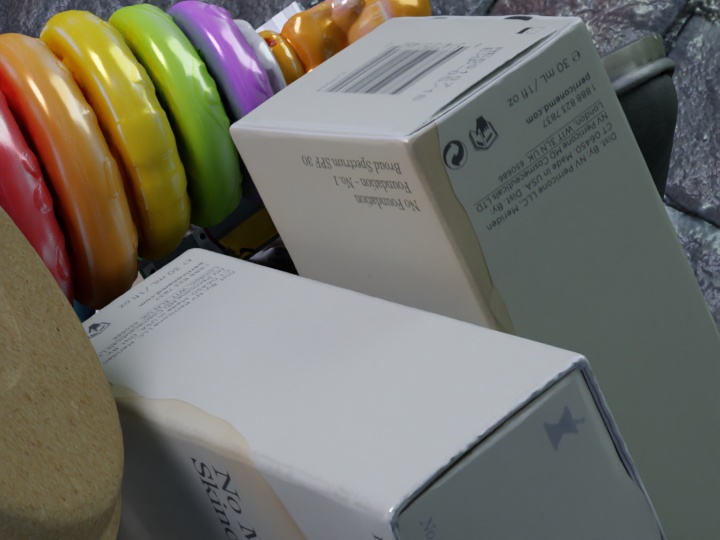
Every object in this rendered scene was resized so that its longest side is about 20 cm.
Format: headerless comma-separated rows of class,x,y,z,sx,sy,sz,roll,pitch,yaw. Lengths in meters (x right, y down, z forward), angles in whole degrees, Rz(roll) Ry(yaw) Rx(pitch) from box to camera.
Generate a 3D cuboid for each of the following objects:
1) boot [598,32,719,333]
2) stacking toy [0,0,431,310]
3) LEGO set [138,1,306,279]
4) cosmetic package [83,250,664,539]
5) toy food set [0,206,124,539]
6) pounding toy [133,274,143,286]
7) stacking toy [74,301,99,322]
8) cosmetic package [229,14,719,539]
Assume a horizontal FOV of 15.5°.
boot,0.107,0.035,0.864,0.182,0.072,0.201,91,-25,-77
stacking toy,-0.065,-0.050,0.864,0.116,0.199,0.110,45,-27,48
LEGO set,0.000,0.000,0.950,0.200,0.116,0.154,59,8,33
cosmetic package,-0.004,0.067,0.755,0.200,0.073,0.104,15,-45,56
toy food set,-0.133,0.013,0.670,0.198,0.049,0.200,42,16,-27
pounding toy,-0.058,0.020,1.249,0.142,0.184,0.200,35,-2,-43
stacking toy,-0.159,0.015,0.941,0.200,0.086,0.085,29,0,-7
cosmetic package,0.051,0.026,0.798,0.103,0.073,0.200,7,-53,58
